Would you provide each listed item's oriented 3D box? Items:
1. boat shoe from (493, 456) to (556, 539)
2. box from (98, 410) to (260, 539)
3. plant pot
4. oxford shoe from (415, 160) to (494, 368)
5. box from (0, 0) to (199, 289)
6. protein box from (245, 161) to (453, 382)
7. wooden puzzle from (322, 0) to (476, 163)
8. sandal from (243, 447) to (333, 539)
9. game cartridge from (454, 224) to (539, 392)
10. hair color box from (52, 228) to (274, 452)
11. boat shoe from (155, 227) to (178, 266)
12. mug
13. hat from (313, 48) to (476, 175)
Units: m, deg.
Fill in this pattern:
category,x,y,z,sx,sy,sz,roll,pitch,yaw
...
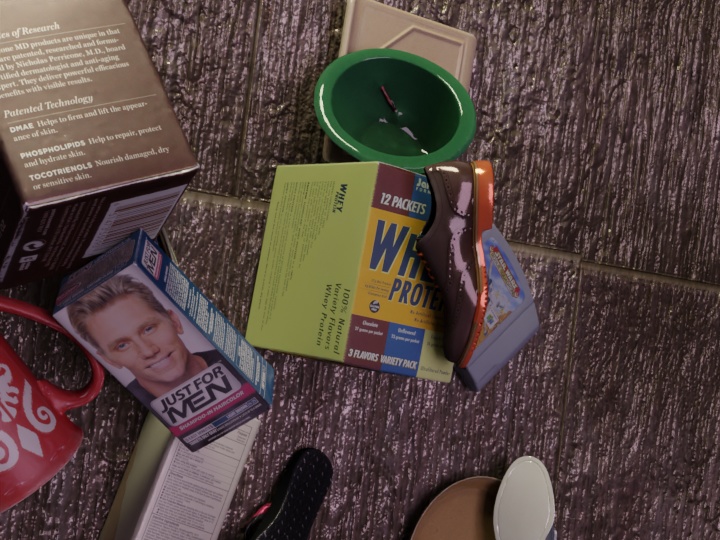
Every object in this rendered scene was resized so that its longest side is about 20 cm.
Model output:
category,x,y,z,sx,sy,sz,roll,pitch,yaw
boat shoe,0.198,0.322,1.609,0.062,0.072,0.202,20,69,-76
box,-0.186,0.224,1.355,0.095,0.078,0.201,28,77,-31
plant pot,0.127,0.343,1.601,0.199,0.027,0.202,-1,92,-34
oxford shoe,0.086,-0.006,1.304,0.072,0.071,0.202,2,95,-6
box,-0.270,-0.119,1.190,0.163,0.166,0.201,-17,73,-31
protein box,0.000,0.000,1.395,0.134,0.199,0.200,13,85,-33
wooden puzzle,0.043,-0.196,1.517,0.199,0.037,0.187,12,86,-38
sandal,-0.091,0.281,1.449,0.075,0.045,0.201,50,52,-31
game cartridge,0.132,0.025,1.577,0.133,0.041,0.201,-40,116,-19
hair color box,-0.177,0.068,1.237,0.100,0.061,0.200,-31,119,18
boat shoe,-0.213,0.008,1.337,0.072,0.060,0.203,-26,106,-30
mug,-0.346,0.094,1.221,0.177,0.133,0.201,-43,110,-32
hat,0.036,-0.119,1.476,0.199,0.176,0.166,26,56,8
